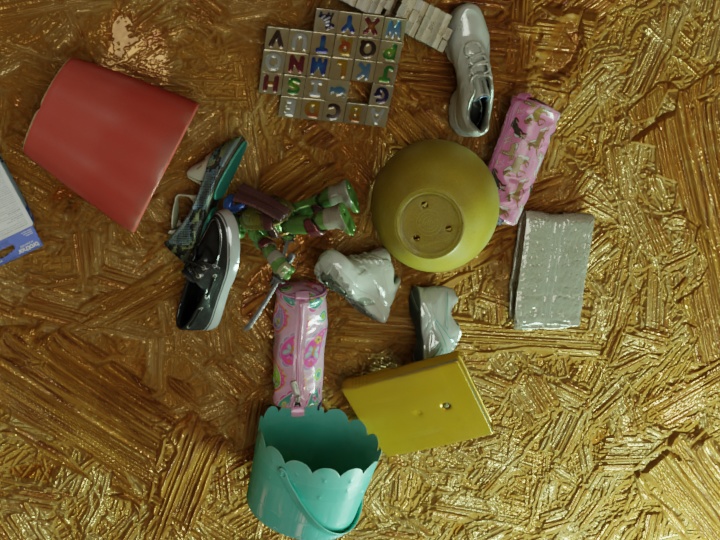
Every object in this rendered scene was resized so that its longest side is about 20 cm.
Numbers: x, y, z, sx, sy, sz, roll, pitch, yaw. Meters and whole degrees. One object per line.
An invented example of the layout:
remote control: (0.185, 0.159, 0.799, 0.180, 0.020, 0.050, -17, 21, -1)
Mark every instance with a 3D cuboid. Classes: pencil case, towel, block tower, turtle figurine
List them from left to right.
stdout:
turtle figurine: (-0.090, -0.041, 1.486, 0.192, 0.144, 0.203, -17, 88, 18)
pencil case: (-0.094, 0.117, 1.580, 0.086, 0.087, 0.203, -1, 108, -17)
block tower: (0.038, -0.382, 1.476, 0.198, 0.058, 0.055, 22, 100, -24)
pencil case: (0.239, -0.172, 1.594, 0.082, 0.086, 0.202, 25, 101, 16)
towel: (0.314, 0.001, 1.699, 0.131, 0.034, 0.203, 1, 106, -19)

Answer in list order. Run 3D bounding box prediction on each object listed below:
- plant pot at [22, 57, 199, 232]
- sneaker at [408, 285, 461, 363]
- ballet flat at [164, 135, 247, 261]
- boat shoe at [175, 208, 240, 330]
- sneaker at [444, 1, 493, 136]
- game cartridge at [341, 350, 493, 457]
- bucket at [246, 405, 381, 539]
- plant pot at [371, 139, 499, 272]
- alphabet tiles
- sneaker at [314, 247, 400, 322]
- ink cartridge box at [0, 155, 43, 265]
plant pot: (-0.335, -0.176, 1.364, 0.176, 0.201, 0.202, 27, 99, -12)
sneaker: (0.125, 0.121, 1.660, 0.079, 0.070, 0.203, -7, 109, -18)
ballet flat: (-0.229, -0.110, 1.480, 0.074, 0.074, 0.202, 21, 96, -22)
boat shoe: (-0.224, 0.005, 1.462, 0.066, 0.070, 0.202, -10, 135, -37)
sneaker: (0.171, -0.295, 1.529, 0.073, 0.087, 0.203, -11, 109, -11)
game cartridge: (0.093, 0.217, 1.647, 0.198, 0.033, 0.177, -15, 127, 18)
bucket: (-0.077, 0.311, 1.594, 0.204, 0.207, 0.136, 9, 111, -20)
plant pot: (0.107, -0.082, 1.511, 0.197, 0.142, 0.203, 2, 104, 6)
alphabet tiles: (-0.043, -0.292, 1.476, 0.197, 0.008, 0.169, 3, 123, -14)
sneaker: (0.000, 0.000, 1.562, 0.100, 0.077, 0.200, -60, 148, -8)
ink cartridge box: (-0.529, -0.101, 1.401, 0.118, 0.042, 0.202, -26, 111, -8)
